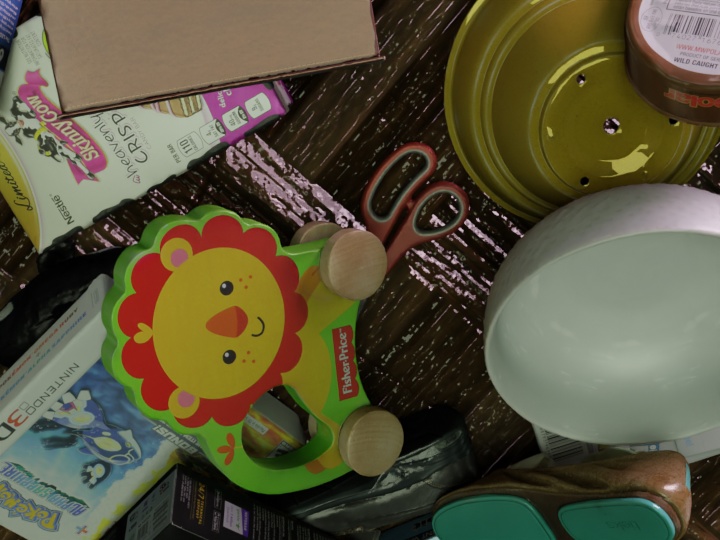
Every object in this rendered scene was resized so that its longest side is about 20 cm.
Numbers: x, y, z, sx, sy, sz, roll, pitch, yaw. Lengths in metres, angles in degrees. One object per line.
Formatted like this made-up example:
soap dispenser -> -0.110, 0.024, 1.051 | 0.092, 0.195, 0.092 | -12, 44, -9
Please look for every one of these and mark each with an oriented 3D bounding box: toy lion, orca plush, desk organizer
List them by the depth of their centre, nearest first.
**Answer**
desk organizer -> -0.089, -0.149, 0.699 | 0.197, 0.072, 0.078 | -10, 101, 0
toy lion -> -0.073, 0.055, 0.760 | 0.189, 0.068, 0.203 | -14, 106, -26
orca plush -> -0.176, 0.033, 0.807 | 0.197, 0.071, 0.107 | -5, 104, 2

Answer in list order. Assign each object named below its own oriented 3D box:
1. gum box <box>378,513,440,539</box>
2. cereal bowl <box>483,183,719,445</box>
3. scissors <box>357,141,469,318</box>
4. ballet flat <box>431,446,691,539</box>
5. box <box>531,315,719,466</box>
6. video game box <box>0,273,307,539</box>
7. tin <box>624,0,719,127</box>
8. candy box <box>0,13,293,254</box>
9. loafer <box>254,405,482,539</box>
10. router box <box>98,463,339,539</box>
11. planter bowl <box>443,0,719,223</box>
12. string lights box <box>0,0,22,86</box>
gum box -> 0.099, 0.276, 0.878 | 0.168, 0.045, 0.202 | -23, 102, 7
cereal bowl -> 0.176, 0.020, 0.733 | 0.197, 0.084, 0.202 | 2, 134, 2
scissors -> 0.000, 0.000, 0.827 | 0.073, 0.014, 0.201 | 37, 103, -10
ballet flat -> 0.138, 0.152, 0.780 | 0.199, 0.072, 0.068 | -20, 110, 43
box -> 0.212, 0.065, 0.823 | 0.197, 0.041, 0.158 | -19, 103, 7
video game box -> -0.167, 0.125, 0.809 | 0.182, 0.047, 0.200 | -42, 123, 13
tin -> 0.224, -0.172, 0.668 | 0.111, 0.042, 0.202 | 16, 64, 22
candy box -> -0.163, -0.121, 0.773 | 0.198, 0.061, 0.137 | -28, 102, 9
loafer -> -0.004, 0.173, 0.842 | 0.198, 0.073, 0.073 | -22, 108, 8
router box -> -0.121, 0.238, 0.817 | 0.156, 0.053, 0.200 | 31, 122, -25
planter bowl -> 0.155, -0.105, 0.741 | 0.197, 0.084, 0.203 | 0, 115, 0
string lights box -> -0.248, -0.204, 0.696 | 0.058, 0.103, 0.203 | 12, 84, 15
